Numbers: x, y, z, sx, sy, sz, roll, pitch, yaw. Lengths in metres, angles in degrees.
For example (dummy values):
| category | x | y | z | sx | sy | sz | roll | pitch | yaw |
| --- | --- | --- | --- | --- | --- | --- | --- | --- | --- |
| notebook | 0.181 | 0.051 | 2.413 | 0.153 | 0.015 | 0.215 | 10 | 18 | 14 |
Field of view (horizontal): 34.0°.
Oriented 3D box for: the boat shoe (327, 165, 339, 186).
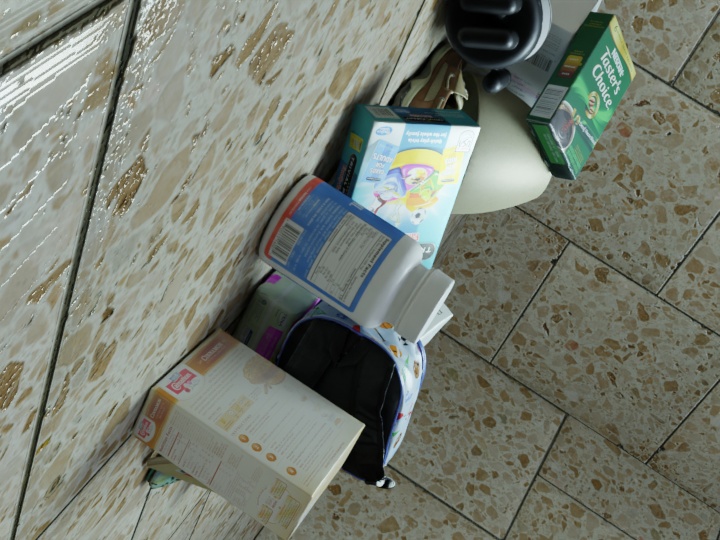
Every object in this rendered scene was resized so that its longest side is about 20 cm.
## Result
| category | x | y | z | sx | sy | sz | roll | pitch | yaw |
| --- | --- | --- | --- | --- | --- | --- | --- | --- | --- |
| boat shoe | 0.000 | -0.098 | 1.432 | 0.201 | 0.072 | 0.072 | -59 | 173 | 10 |

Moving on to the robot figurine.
| category | x | y | z | sx | sy | sz | roll | pitch | yaw |
| --- | --- | --- | --- | --- | --- | --- | --- | --- | --- |
| robot figurine | 0.178 | -0.319 | 1.486 | 0.150 | 0.125 | 0.200 | -46 | 177 | 21 |

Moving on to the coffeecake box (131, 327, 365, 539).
| category | x | y | z | sx | sy | sz | roll | pitch | yaw |
| --- | --- | --- | --- | --- | --- | --- | --- | --- | --- |
| coffeecake box | -0.117 | 0.170 | 1.260 | 0.073 | 0.199 | 0.154 | -61 | 172 | 30 |

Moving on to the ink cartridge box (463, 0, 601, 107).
| category | x | y | z | sx | sy | sz | roll | pitch | yaw |
| --- | --- | --- | --- | --- | --- | --- | --- | --- | --- |
| ink cartridge box | 0.237 | -0.330 | 1.714 | 0.146 | 0.146 | 0.201 | -52 | 167 | -42 |

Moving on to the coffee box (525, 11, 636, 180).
| category | x | y | z | sx | sy | sz | roll | pitch | yaw |
| --- | --- | --- | --- | --- | --- | --- | --- | --- | --- |
| coffee box | 0.304 | -0.240 | 1.606 | 0.201 | 0.044 | 0.123 | -57 | 139 | -21 |

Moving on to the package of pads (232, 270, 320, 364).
| category | x | y | z | sx | sy | sz | roll | pitch | yaw |
| --- | --- | --- | --- | --- | --- | --- | --- | --- | --- |
| package of pads | -0.093 | 0.057 | 1.483 | 0.155 | 0.068 | 0.200 | -62 | 171 | 31 |

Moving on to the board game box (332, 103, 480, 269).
| category | x | y | z | sx | sy | sz | roll | pitch | yaw |
| --- | --- | --- | --- | --- | --- | --- | --- | --- | --- |
| board game box | 0.041 | -0.091 | 1.378 | 0.150 | 0.047 | 0.201 | -2 | 123 | -32 |

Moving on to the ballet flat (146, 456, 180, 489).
| category | x | y | z | sx | sy | sz | roll | pitch | yaw |
| --- | --- | --- | --- | --- | --- | --- | --- | --- | --- |
| ballet flat | -0.186 | 0.203 | 1.479 | 0.201 | 0.074 | 0.074 | -55 | 173 | -22 |

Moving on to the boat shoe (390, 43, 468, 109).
| category | x | y | z | sx | sy | sz | roll | pitch | yaw |
| --- | --- | --- | --- | --- | --- | --- | --- | --- | --- |
| boat shoe | 0.103 | -0.231 | 1.563 | 0.200 | 0.074 | 0.076 | -51 | 171 | -43 |

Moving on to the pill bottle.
| category | x | y | z | sx | sy | sz | roll | pitch | yaw |
| --- | --- | --- | --- | --- | --- | --- | --- | --- | --- |
| pill bottle | -0.002 | -0.007 | 1.284 | 0.113 | 0.199 | 0.112 | -56 | 174 | -10 |

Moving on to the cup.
| category | x | y | z | sx | sy | sz | roll | pitch | yaw |
| --- | --- | --- | --- | --- | --- | --- | --- | --- | --- |
| cup | 0.192 | -0.165 | 1.661 | 0.200 | 0.142 | 0.202 | -168 | -90 | -75 |

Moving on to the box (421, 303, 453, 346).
| category | x | y | z | sx | sy | sz | roll | pitch | yaw |
| --- | --- | --- | --- | --- | --- | --- | --- | --- | --- |
| box | 0.013 | 0.104 | 1.848 | 0.199 | 0.131 | 0.200 | -37 | 173 | -22 |

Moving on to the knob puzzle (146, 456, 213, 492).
| category | x | y | z | sx | sy | sz | roll | pitch | yaw |
| --- | --- | --- | --- | --- | --- | --- | --- | --- | --- |
| knob puzzle | -0.124 | 0.233 | 1.405 | 0.220 | 0.218 | 0.031 | 107 | -12 | -66 |

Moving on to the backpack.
| category | x | y | z | sx | sy | sz | roll | pitch | yaw |
| --- | --- | --- | --- | --- | --- | --- | --- | --- | --- |
| backpack | -0.010 | 0.123 | 1.372 | 0.154 | 0.199 | 0.191 | -55 | 168 | -49 |
